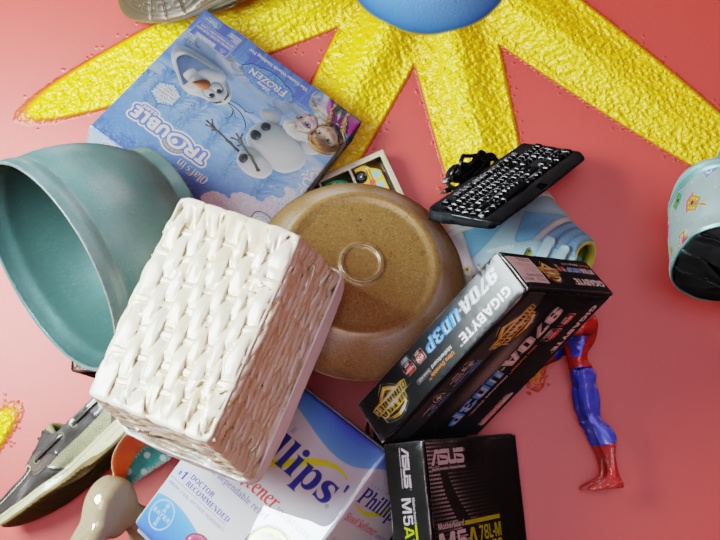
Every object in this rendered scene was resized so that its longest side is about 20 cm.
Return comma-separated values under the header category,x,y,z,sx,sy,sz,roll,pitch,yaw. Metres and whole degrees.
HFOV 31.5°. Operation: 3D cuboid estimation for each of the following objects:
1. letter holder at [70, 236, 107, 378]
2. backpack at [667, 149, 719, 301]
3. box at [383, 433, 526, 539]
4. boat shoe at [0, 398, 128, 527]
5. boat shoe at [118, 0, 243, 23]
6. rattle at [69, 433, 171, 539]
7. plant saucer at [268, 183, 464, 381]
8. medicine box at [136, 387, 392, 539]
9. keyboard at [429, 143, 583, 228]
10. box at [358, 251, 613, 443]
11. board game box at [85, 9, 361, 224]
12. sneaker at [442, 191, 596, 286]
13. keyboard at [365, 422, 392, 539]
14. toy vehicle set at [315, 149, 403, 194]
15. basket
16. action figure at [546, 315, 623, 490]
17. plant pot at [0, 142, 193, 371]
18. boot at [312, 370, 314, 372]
category,x,y,z,sx,sy,sz,roll,pitch,yaw
letter holder,-0.202,0.004,1.262,0.141,0.101,0.202,0,81,1
backpack,0.388,-0.045,1.201,0.198,0.176,0.155,-4,64,4
box,0.095,0.249,1.162,0.047,0.200,0.195,-8,81,30
boat shoe,-0.283,0.176,1.243,0.200,0.072,0.066,-38,73,17
boat shoe,-0.157,-0.299,1.323,0.198,0.065,0.073,-13,85,20
rattle,-0.265,0.238,1.230,0.142,0.130,0.202,12,102,45
plant saucer,0.000,0.000,1.157,0.198,0.036,0.202,3,64,-6
medicine box,-0.074,0.217,1.186,0.182,0.103,0.201,33,85,35
keyboard,0.129,-0.094,1.212,0.103,0.200,0.040,7,115,32
box,0.112,0.070,1.134,0.200,0.158,0.046,-49,61,24
board game box,-0.130,-0.134,1.251,0.199,0.043,0.199,35,56,1
sneaker,0.138,0.003,1.213,0.199,0.080,0.131,-34,50,-16
keyboard,0.051,0.165,1.257,0.103,0.040,0.202,4,88,-10
toy vehicle set,0.008,-0.006,1.287,0.123,0.027,0.201,-24,81,-1
basket,-0.118,0.054,1.054,0.135,0.123,0.201,18,74,21
action figure,0.193,0.114,1.239,0.098,0.065,0.202,-4,81,-7
plant pot,-0.224,-0.031,1.135,0.134,0.200,0.201,-32,80,-32
boot,-0.094,0.048,1.192,0.173,0.070,0.200,-18,40,-30
